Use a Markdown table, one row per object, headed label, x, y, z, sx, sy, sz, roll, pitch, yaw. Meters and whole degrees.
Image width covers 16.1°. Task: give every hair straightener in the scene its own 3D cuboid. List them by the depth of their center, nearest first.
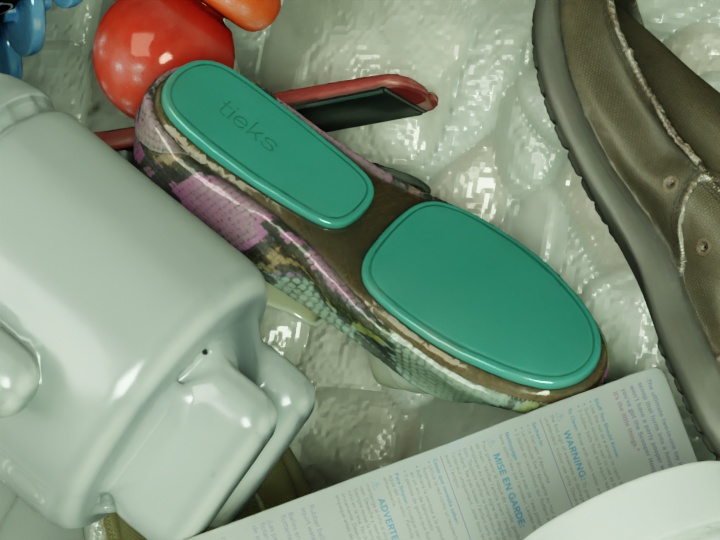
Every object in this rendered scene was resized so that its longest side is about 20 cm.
| label | x | y | z | sx | sy | sz | roll | pitch | yaw |
| --- | --- | --- | --- | --- | --- | --- | --- | --- | --- |
| hair straightener | -0.063 | -0.026 | 0.982 | 0.198 | 0.041 | 0.078 | -5 | 75 | 26 |

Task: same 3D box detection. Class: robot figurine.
| label | x | y | z | sx | sy | sz | roll | pitch | yaw |
| --- | --- | --- | --- | --- | --- | --- | --- | --- | --- |
| robot figurine | -0.112 | 0.009 | 0.883 | 0.200 | 0.169 | 0.113 | 39 | 103 | 11 |

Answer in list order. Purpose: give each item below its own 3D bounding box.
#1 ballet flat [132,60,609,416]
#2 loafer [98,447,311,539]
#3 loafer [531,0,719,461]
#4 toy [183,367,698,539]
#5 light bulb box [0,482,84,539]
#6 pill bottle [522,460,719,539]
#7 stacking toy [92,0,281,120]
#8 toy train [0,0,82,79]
| label | x | y | z | sx | sy | sz | roll | pitch | yaw |
| --- | --- | --- | --- | --- | --- | --- | --- | --- | --- |
| ballet flat | 0.000 | 0.000 | 0.910 | 0.199 | 0.069 | 0.071 | 33 | 139 | 16 |
| loafer | -0.050 | 0.115 | 0.920 | 0.076 | 0.067 | 0.201 | -40 | 59 | 17 |
| loafer | 0.120 | -0.022 | 0.854 | 0.071 | 0.073 | 0.201 | -28 | 69 | 13 |
| toy | 0.026 | 0.122 | 0.854 | 0.199 | 0.047 | 0.116 | -19 | 81 | -5 |
| light bulb box | -0.210 | 0.168 | 0.974 | 0.199 | 0.125 | 0.200 | -24 | 65 | 27 |
| pill bottle | 0.116 | 0.164 | 0.761 | 0.108 | 0.109 | 0.201 | -32 | 68 | 22 |
| stacking toy | -0.031 | -0.141 | 0.962 | 0.085 | 0.085 | 0.201 | 37 | 94 | 34 |
| toy train | -0.170 | -0.134 | 1.011 | 0.200 | 0.086 | 0.115 | -37 | 70 | 64 |
